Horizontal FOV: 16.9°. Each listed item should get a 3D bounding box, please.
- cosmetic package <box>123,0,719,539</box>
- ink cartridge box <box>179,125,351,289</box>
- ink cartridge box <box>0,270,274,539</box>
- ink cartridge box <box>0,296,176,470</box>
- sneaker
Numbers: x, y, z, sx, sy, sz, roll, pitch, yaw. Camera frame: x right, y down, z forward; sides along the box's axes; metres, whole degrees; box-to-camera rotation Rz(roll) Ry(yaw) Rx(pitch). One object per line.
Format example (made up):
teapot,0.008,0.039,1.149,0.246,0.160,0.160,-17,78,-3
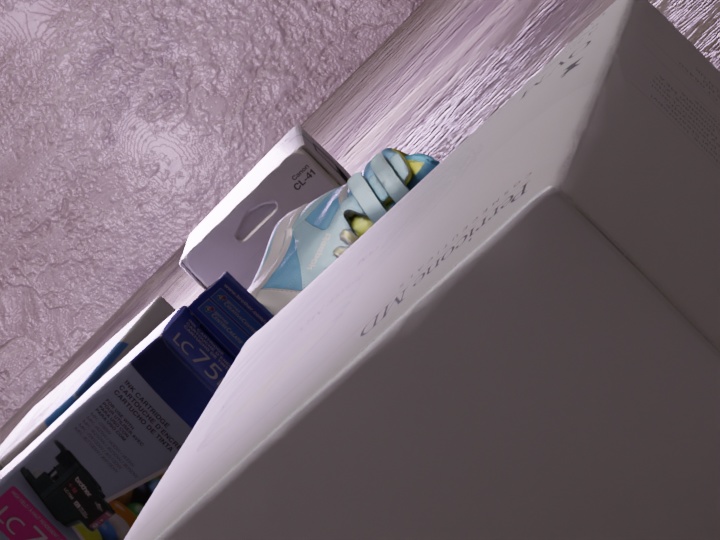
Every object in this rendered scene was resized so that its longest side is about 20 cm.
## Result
cosmetic package,0.043,0.042,0.752,0.199,0.123,0.200,-43,9,23
ink cartridge box,-0.075,-0.040,2.086,0.148,0.086,0.200,-44,8,5
ink cartridge box,-0.092,0.102,1.207,0.200,0.119,0.042,-41,7,29
ink cartridge box,-0.214,0.130,1.917,0.200,0.084,0.145,-40,9,41
sneaker,0.000,0.000,1.380,0.131,0.080,0.200,-37,25,29
